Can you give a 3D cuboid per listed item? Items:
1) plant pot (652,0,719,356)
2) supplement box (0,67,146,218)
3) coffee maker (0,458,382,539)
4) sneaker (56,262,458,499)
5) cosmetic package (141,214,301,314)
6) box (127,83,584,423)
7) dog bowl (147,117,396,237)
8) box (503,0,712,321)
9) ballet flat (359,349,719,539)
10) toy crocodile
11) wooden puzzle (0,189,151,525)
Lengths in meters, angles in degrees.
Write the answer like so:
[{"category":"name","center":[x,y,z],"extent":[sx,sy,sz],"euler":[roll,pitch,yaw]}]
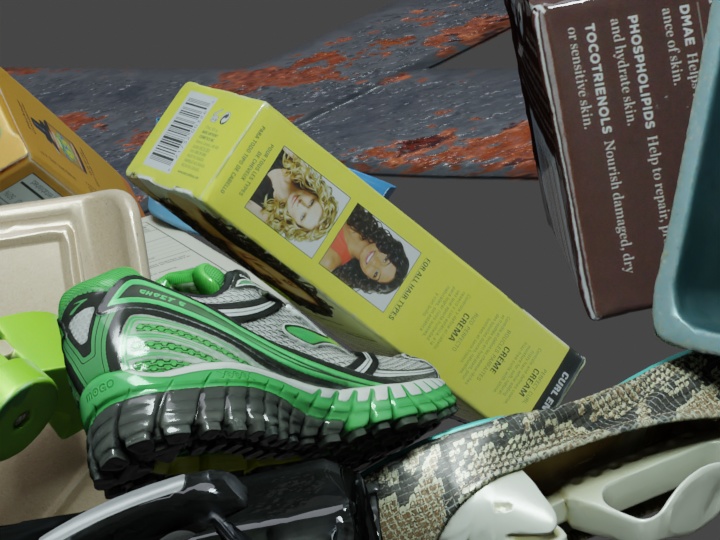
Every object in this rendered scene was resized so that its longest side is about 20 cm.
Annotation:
[{"category":"plant pot","center":[0.265,-0.043,0.965],"extent":[0.196,0.196,0.200],"euler":[13,4,38]},{"category":"supplement box","center":[-0.170,-0.038,1.259],"extent":[0.069,0.067,0.200],"euler":[-29,-23,4]},{"category":"coffee maker","center":[-0.087,0.143,0.793],"extent":[0.200,0.135,0.192],"euler":[-10,-6,3]},{"category":"sneaker","center":[-0.033,0.035,0.900],"extent":[0.078,0.085,0.200],"euler":[-30,-21,26]},{"category":"cosmetic package","center":[-0.105,0.038,1.165],"extent":[0.104,0.073,0.200],"euler":[-19,19,-18]},{"category":"box","center":[0.000,0.000,1.011],"extent":[0.050,0.200,0.075],"euler":[-58,30,-8]},{"category":"dog bowl","center":[-0.050,-0.040,1.293],"extent":[0.111,0.050,0.200],"euler":[19,5,11]},{"category":"box","center":[0.186,-0.092,1.216],"extent":[0.200,0.164,0.166],"euler":[-12,18,0]},{"category":"ballet flat","center":[0.084,0.085,0.931],"extent":[0.200,0.068,0.075],"euler":[-18,38,-22]},{"category":"toy crocodile","center":[-0.174,0.062,0.863],"extent":[0.068,0.062,0.200],"euler":[36,42,25]},{"category":"wooden puzzle","center":[-0.174,0.070,0.955],"extent":[0.200,0.185,0.037],"euler":[-9,-13,-2]}]
